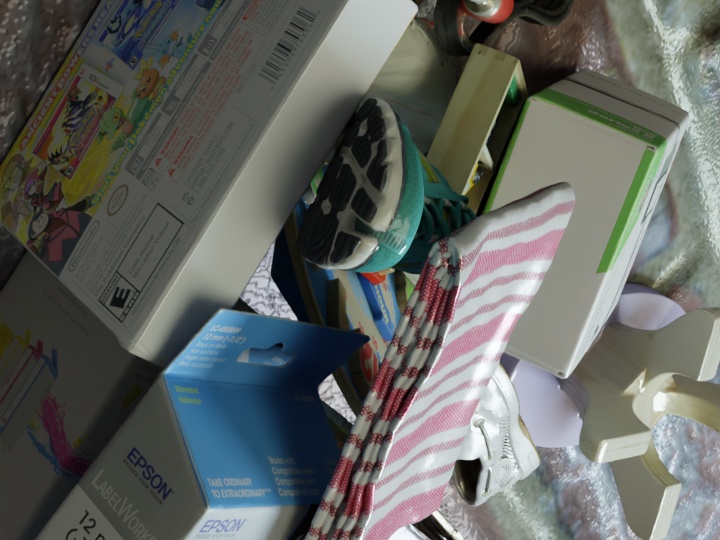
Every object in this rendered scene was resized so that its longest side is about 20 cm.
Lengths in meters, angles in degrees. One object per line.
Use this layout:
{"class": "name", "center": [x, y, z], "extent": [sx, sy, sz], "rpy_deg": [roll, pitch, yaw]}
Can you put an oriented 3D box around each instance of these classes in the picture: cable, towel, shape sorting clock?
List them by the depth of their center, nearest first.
{"class": "towel", "center": [0.041, 0.056, 0.783], "extent": [0.146, 0.030, 0.201], "rpy_deg": [-29, 145, -60]}
{"class": "shape sorting clock", "center": [0.000, 0.000, 0.920], "extent": [0.039, 0.201, 0.200], "rpy_deg": [-13, 138, 19]}
{"class": "cable", "center": [0.095, -0.159, 0.941], "extent": [0.200, 0.050, 0.098], "rpy_deg": [12, 90, -63]}

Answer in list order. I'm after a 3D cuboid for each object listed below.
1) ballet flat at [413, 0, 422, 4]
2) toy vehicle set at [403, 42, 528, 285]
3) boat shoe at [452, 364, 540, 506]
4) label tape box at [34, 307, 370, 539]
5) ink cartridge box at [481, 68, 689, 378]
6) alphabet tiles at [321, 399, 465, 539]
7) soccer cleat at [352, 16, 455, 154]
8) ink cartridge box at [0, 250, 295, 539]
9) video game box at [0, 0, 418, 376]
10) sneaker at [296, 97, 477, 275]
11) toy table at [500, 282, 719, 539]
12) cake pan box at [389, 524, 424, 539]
{"class": "ballet flat", "center": [0.067, -0.232, 0.924], "extent": [0.067, 0.046, 0.201], "rpy_deg": [33, 92, -46]}
{"class": "toy vehicle set", "center": [0.065, -0.046, 0.963], "extent": [0.200, 0.026, 0.125], "rpy_deg": [42, 71, -77]}
{"class": "boat shoe", "center": [0.066, 0.099, 1.107], "extent": [0.069, 0.071, 0.200], "rpy_deg": [-43, 136, -13]}
{"class": "label tape box", "center": [-0.072, 0.117, 0.771], "extent": [0.200, 0.066, 0.143], "rpy_deg": [-50, 155, 13]}
{"class": "ink cartridge box", "center": [0.133, -0.037, 1.006], "extent": [0.200, 0.083, 0.147], "rpy_deg": [-34, 145, -70]}
{"class": "alphabet tiles", "center": [0.003, 0.118, 0.992], "extent": [0.008, 0.167, 0.200], "rpy_deg": [-48, 137, -9]}
{"class": "soccer cleat", "center": [0.009, -0.126, 0.901], "extent": [0.077, 0.070, 0.200], "rpy_deg": [-28, 152, 7]}
{"class": "ink cartridge box", "center": [-0.142, 0.090, 0.878], "extent": [0.128, 0.125, 0.201], "rpy_deg": [30, 93, -46]}
{"class": "video game box", "center": [-0.086, -0.076, 0.784], "extent": [0.047, 0.182, 0.201], "rpy_deg": [30, 94, -44]}
{"class": "sneaker", "center": [0.020, -0.031, 0.756], "extent": [0.078, 0.079, 0.200], "rpy_deg": [-64, -179, 7]}
{"class": "toy table", "center": [0.202, 0.090, 1.190], "extent": [0.199, 0.117, 0.185], "rpy_deg": [-18, 126, -31]}
{"class": "cake pan box", "center": [-0.083, 0.168, 0.925], "extent": [0.185, 0.200, 0.052], "rpy_deg": [-51, 134, -8]}
